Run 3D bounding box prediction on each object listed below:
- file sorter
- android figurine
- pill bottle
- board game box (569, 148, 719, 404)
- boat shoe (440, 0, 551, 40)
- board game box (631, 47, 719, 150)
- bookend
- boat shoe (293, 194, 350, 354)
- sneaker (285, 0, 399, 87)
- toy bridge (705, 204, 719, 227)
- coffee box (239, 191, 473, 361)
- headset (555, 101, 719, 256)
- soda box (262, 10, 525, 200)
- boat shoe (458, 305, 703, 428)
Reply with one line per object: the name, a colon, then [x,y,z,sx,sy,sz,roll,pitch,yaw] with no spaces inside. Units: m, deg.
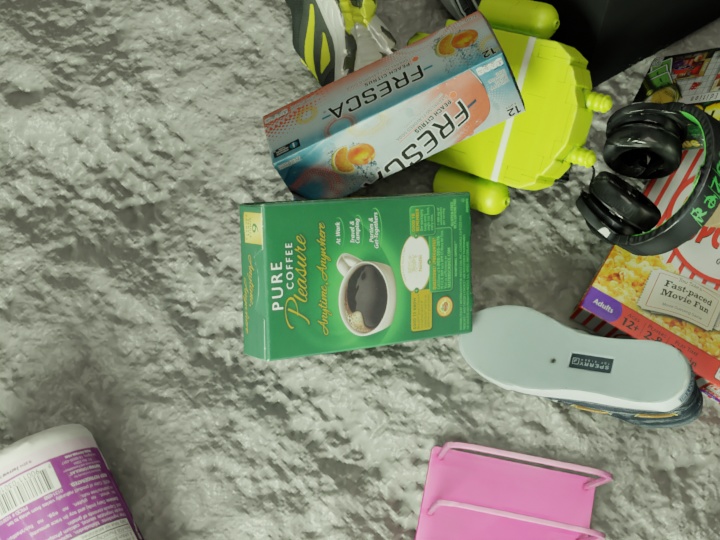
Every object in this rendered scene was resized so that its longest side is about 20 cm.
file sorter: [0.108,0.241,0.862,0.139,0.125,0.200,11,75,3]
android figurine: [0.117,-0.140,0.952,0.200,0.041,0.182,20,101,36]
pill bottle: [-0.220,0.230,0.869,0.112,0.112,0.200,-28,78,-8]
board game box: [0.296,-0.009,0.971,0.151,0.046,0.200,30,76,7]
boat shoe: [0.128,-0.239,1.011,0.072,0.071,0.200,-23,82,-31]
board game box: [0.313,-0.148,0.942,0.023,0.200,0.105,41,66,-31]
bookend: [0.258,-0.277,0.960,0.198,0.200,0.092,-30,71,-7]
boat shoe: [-0.022,-0.029,0.957,0.068,0.084,0.201,-2,77,-5]
sneaker: [-0.013,-0.190,1.000,0.074,0.085,0.200,-6,78,-32]
toy bridge: [0.372,-0.062,0.936,0.200,0.027,0.067,5,84,-18]
coffee box: [0.000,0.000,0.898,0.200,0.044,0.123,-7,99,-32]
headset: [0.210,-0.082,0.919,0.094,0.200,0.124,25,85,-25]
soda box: [0.025,-0.125,0.899,0.200,0.064,0.068,-25,44,9]
boat shoe: [0.183,0.087,0.938,0.200,0.091,0.071,13,73,31]
